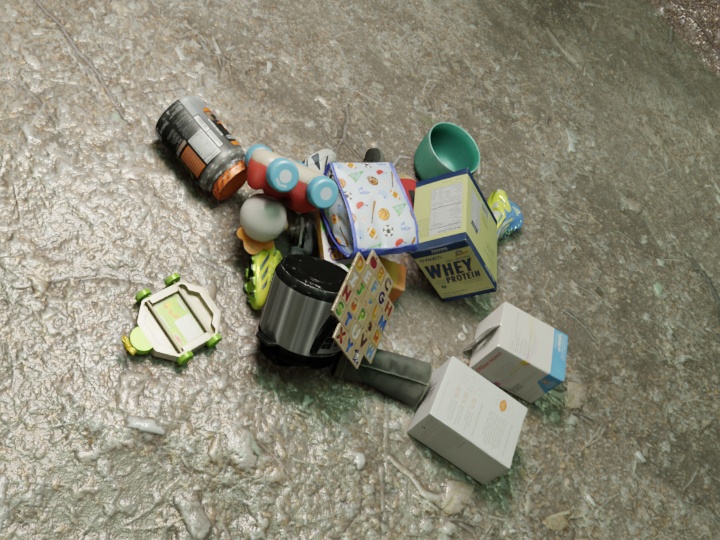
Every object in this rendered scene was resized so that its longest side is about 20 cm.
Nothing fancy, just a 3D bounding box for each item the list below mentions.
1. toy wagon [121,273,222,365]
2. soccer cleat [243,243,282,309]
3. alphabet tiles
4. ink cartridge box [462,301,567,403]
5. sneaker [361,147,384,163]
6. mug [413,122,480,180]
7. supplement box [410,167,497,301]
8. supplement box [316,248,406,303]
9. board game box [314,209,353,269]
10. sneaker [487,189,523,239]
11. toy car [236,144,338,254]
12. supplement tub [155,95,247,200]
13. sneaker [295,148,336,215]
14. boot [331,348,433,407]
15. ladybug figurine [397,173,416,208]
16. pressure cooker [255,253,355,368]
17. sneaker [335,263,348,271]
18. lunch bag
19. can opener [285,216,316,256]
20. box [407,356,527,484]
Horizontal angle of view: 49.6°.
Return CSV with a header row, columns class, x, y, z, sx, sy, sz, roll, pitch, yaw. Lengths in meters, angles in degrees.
class,x,y,z,sx,sy,sz,roll,pitch,yaw
toy wagon,-0.356,0.100,1.445,0.198,0.040,0.156,-31,79,-38
soccer cleat,-0.194,-0.013,1.589,0.082,0.065,0.204,11,56,-25
alphabet tiles,0.008,0.071,1.456,0.168,0.006,0.203,56,47,-40
ink cartridge box,0.340,0.176,1.727,0.197,0.129,0.127,29,51,-11
sneaker,0.004,-0.218,1.820,0.080,0.073,0.203,23,52,-14
mug,0.205,-0.259,1.931,0.149,0.115,0.188,24,53,-15
supplement box,0.215,-0.077,1.754,0.201,0.131,0.204,50,38,-43
supplement box,0.000,0.000,1.689,0.196,0.069,0.068,23,52,-17
board game box,-0.044,-0.064,1.647,0.093,0.030,0.205,5,63,-25
sneaker,0.363,-0.116,1.956,0.104,0.076,0.203,29,51,-11
toy car,-0.167,-0.123,1.552,0.174,0.204,0.184,20,9,-30
supplement tub,-0.324,-0.254,1.627,0.201,0.123,0.122,49,51,5
sneaker,-0.101,-0.186,1.745,0.198,0.079,0.132,-33,94,-53
boot,0.057,0.171,1.563,0.196,0.185,0.073,19,21,-8
ladybug figurine,0.109,-0.146,1.835,0.133,0.072,0.204,0,62,-29
pressure cooker,-0.104,0.092,1.494,0.172,0.204,0.179,17,19,-9
sneaker,-0.013,0.068,1.605,0.081,0.069,0.204,-54,129,-49
lunch bag,0.015,-0.114,1.614,0.167,0.125,0.203,-7,57,-31
can opener,-0.123,-0.021,1.640,0.065,0.053,0.204,14,57,-20
box,0.220,0.307,1.594,0.198,0.107,0.154,35,50,-5
